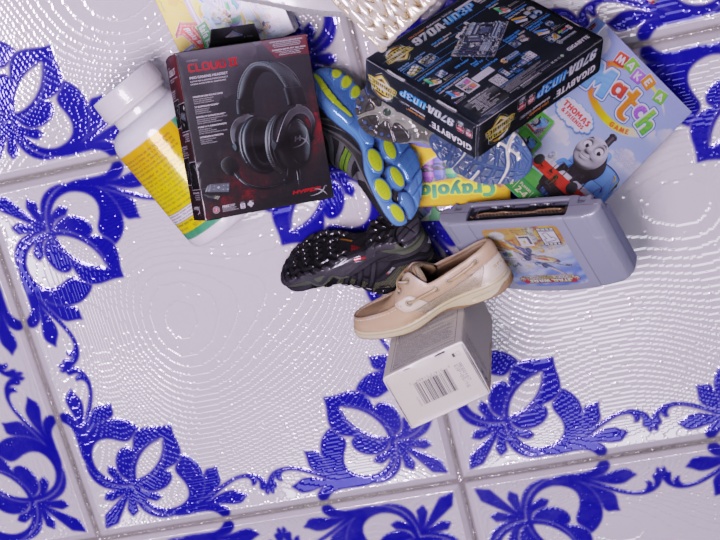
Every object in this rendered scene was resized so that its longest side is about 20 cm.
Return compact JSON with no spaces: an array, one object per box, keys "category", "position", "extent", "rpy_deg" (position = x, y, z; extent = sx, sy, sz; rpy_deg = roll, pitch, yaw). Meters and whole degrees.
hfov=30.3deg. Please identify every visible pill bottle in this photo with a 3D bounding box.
[{"category":"pill bottle","position":[-0.209,-0.136,1.519],"extent":[0.113,0.113,0.200],"rpy_deg":[-35,103,17]}]

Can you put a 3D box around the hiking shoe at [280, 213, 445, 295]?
[{"category":"hiking shoe","position":[0.000,0.000,1.563],"extent":[0.199,0.076,0.101],"rpy_deg":[-16,132,29]}]

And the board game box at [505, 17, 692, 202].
[{"category":"board game box","position":[0.244,-0.153,1.469],"extent":[0.151,0.037,0.200],"rpy_deg":[39,100,-22]}]

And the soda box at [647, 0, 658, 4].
[{"category":"soda box","position":[0.247,-0.365,1.400],"extent":[0.199,0.070,0.064],"rpy_deg":[34,110,-6]}]

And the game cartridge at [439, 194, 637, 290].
[{"category":"game cartridge","position":[0.201,-0.028,1.493],"extent":[0.199,0.042,0.133],"rpy_deg":[-3,138,35]}]

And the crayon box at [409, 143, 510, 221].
[{"category":"crayon box","position":[0.108,-0.145,1.511],"extent":[0.125,0.052,0.201],"rpy_deg":[-2,111,7]}]

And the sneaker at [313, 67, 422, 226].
[{"category":"sneaker","position":[0.001,-0.136,1.499],"extent":[0.200,0.071,0.083],"rpy_deg":[54,153,9]}]

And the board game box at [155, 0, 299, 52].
[{"category":"board game box","position":[-0.170,-0.335,1.480],"extent":[0.134,0.034,0.201],"rpy_deg":[-21,107,13]}]

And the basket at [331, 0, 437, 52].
[{"category":"basket","position":[0.022,-0.362,1.361],"extent":[0.161,0.198,0.200],"rpy_deg":[-40,102,21]}]

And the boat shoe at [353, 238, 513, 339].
[{"category":"boat shoe","position":[0.073,0.018,1.511],"extent":[0.199,0.071,0.065],"rpy_deg":[-23,112,20]}]

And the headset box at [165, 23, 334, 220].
[{"category":"headset box","position":[-0.123,-0.165,1.447],"extent":[0.148,0.077,0.201],"rpy_deg":[-10,96,-16]}]

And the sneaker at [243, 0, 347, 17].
[{"category":"sneaker","position":[-0.078,-0.338,1.426],"extent":[0.199,0.073,0.115],"rpy_deg":[9,94,-20]}]

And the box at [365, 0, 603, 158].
[{"category":"box","position":[0.129,-0.214,1.378],"extent":[0.159,0.200,0.046],"rpy_deg":[35,147,31]}]

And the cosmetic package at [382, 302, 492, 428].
[{"category":"cosmetic package","position":[0.092,0.088,1.523],"extent":[0.103,0.200,0.073],"rpy_deg":[-26,106,16]}]

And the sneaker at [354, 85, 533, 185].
[{"category":"sneaker","position":[0.099,-0.160,1.427],"extent":[0.199,0.085,0.077],"rpy_deg":[26,119,10]}]
